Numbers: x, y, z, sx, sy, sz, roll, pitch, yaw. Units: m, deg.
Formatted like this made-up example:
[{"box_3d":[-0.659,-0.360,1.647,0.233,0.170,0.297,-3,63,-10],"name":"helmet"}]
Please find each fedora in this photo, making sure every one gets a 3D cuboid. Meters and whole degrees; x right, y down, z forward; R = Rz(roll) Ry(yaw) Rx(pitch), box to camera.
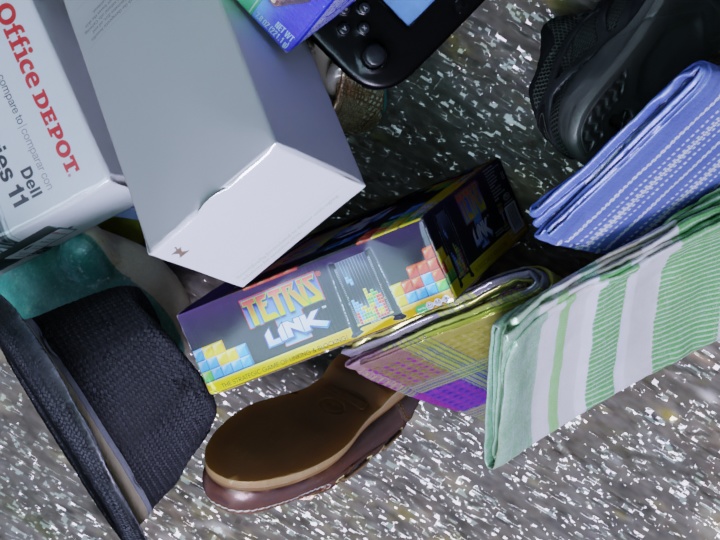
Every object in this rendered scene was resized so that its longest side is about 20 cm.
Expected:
[{"box_3d":[-0.142,0.076,1.413,0.091,0.201,0.201,-32,103,-9],"name":"fedora"}]

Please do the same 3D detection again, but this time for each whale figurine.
[{"box_3d":[-0.207,0.020,1.530,0.200,0.104,0.159,35,148,-9],"name":"whale figurine"}]

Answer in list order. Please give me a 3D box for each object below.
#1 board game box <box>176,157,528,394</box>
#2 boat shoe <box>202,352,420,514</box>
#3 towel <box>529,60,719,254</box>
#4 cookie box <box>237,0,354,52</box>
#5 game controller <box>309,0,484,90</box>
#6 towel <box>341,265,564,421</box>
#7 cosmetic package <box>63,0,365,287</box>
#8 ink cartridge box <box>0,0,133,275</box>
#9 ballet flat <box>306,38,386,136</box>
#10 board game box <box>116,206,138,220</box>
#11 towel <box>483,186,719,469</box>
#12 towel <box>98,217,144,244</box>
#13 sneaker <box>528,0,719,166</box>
[{"box_3d":[0.000,0.000,1.442,0.165,0.200,0.057,-21,96,19],"name":"board game box"},{"box_3d":[-0.027,0.111,1.500,0.070,0.200,0.070,31,127,27],"name":"boat shoe"},{"box_3d":[0.197,-0.060,1.394,0.145,0.200,0.024,-45,61,24],"name":"towel"},{"box_3d":[-0.039,-0.236,1.261,0.171,0.075,0.200,46,147,0],"name":"cookie box"},{"box_3d":[0.042,-0.201,1.390,0.200,0.042,0.104,-46,105,-11],"name":"game controller"},{"box_3d":[0.092,0.047,1.466,0.143,0.200,0.023,-24,66,23],"name":"towel"},{"box_3d":[-0.088,-0.105,1.362,0.108,0.085,0.200,-37,56,25],"name":"cosmetic package"},{"box_3d":[-0.245,-0.071,1.446,0.200,0.083,0.147,-27,81,12],"name":"ink cartridge box"},{"box_3d":[-0.026,-0.174,1.446,0.070,0.065,0.200,12,118,48],"name":"ballet flat"},{"box_3d":[-0.144,-0.131,1.497,0.151,0.037,0.200,9,113,15],"name":"board game box"},{"box_3d":[0.161,0.032,1.424,0.023,0.200,0.153,49,158,30],"name":"towel"},{"box_3d":[-0.143,-0.113,1.533,0.086,0.018,0.200,30,116,6],"name":"towel"},{"box_3d":[0.172,-0.151,1.414,0.076,0.114,0.200,40,88,-28],"name":"sneaker"}]
